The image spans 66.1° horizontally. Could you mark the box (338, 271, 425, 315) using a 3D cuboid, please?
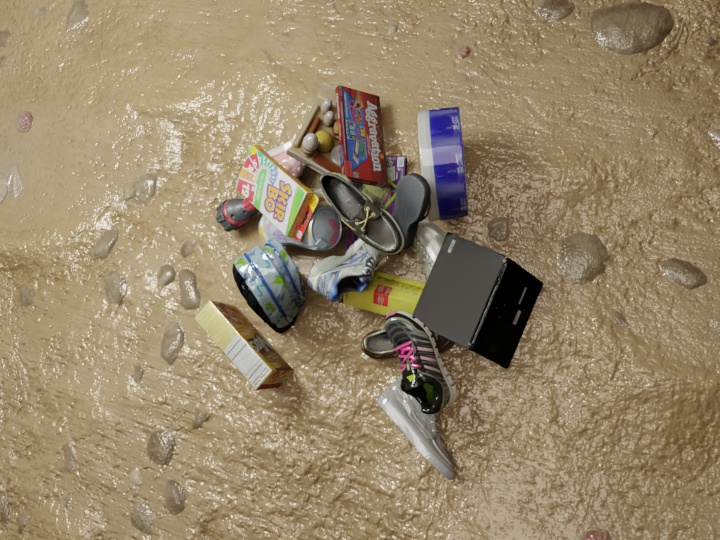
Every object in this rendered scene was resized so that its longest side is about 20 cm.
[{"bbox_3d":[0.057,0.048,1.090,0.195,0.076,0.051,15,125,17],"label":"box"}]

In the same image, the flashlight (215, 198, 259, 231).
[{"bbox_3d":[-0.226,-0.148,1.160,0.197,0.068,0.068,-26,112,39],"label":"flashlight"}]

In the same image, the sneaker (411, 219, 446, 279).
[{"bbox_3d":[0.138,-0.028,1.070,0.198,0.073,0.085,38,63,13],"label":"sneaker"}]

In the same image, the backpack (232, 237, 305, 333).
[{"bbox_3d":[-0.182,0.023,1.096,0.152,0.200,0.165,-34,74,5],"label":"backpack"}]

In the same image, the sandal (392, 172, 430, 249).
[{"bbox_3d":[0.094,-0.112,0.998,0.042,0.201,0.077,-22,71,-16],"label":"sandal"}]

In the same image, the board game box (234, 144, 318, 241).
[{"bbox_3d":[-0.164,-0.150,1.062,0.199,0.030,0.097,40,114,26],"label":"board game box"}]

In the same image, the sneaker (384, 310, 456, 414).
[{"bbox_3d":[0.099,0.169,0.988,0.073,0.087,0.203,-27,95,37],"label":"sneaker"}]

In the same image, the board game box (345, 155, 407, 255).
[{"bbox_3d":[0.034,-0.137,1.156,0.116,0.032,0.207,4,82,12],"label":"board game box"}]

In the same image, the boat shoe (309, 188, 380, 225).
[{"bbox_3d":[-0.039,-0.126,1.129,0.197,0.075,0.074,7,87,45],"label":"boat shoe"}]

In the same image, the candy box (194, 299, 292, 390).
[{"bbox_3d":[-0.237,0.153,1.132,0.200,0.115,0.056,44,93,17],"label":"candy box"}]

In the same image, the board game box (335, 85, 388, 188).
[{"bbox_3d":[0.002,-0.272,1.124,0.019,0.100,0.206,-29,61,54],"label":"board game box"}]

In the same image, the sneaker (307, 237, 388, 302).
[{"bbox_3d":[0.000,0.000,1.058,0.197,0.078,0.085,-32,53,-21],"label":"sneaker"}]

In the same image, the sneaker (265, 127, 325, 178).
[{"bbox_3d":[-0.138,-0.226,1.196,0.196,0.075,0.107,-24,91,1],"label":"sneaker"}]

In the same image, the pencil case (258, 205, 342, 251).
[{"bbox_3d":[-0.125,-0.085,1.115,0.197,0.084,0.092,3,51,47],"label":"pencil case"}]

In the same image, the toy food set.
[{"bbox_3d":[-0.052,-0.279,1.131,0.141,0.060,0.204,27,62,-7],"label":"toy food set"}]

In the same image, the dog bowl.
[{"bbox_3d":[0.157,-0.200,1.045,0.076,0.200,0.207,-5,79,10],"label":"dog bowl"}]

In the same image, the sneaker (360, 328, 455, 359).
[{"bbox_3d":[0.095,0.137,1.070,0.194,0.075,0.073,-14,77,12],"label":"sneaker"}]

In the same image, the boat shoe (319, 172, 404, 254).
[{"bbox_3d":[-0.002,-0.105,1.025,0.201,0.060,0.072,44,103,12],"label":"boat shoe"}]

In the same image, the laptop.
[{"bbox_3d":[0.222,0.058,1.035,0.102,0.197,0.181,21,85,54],"label":"laptop"}]

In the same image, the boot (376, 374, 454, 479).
[{"bbox_3d":[0.127,0.285,1.041,0.095,0.074,0.200,-42,80,-5],"label":"boot"}]
